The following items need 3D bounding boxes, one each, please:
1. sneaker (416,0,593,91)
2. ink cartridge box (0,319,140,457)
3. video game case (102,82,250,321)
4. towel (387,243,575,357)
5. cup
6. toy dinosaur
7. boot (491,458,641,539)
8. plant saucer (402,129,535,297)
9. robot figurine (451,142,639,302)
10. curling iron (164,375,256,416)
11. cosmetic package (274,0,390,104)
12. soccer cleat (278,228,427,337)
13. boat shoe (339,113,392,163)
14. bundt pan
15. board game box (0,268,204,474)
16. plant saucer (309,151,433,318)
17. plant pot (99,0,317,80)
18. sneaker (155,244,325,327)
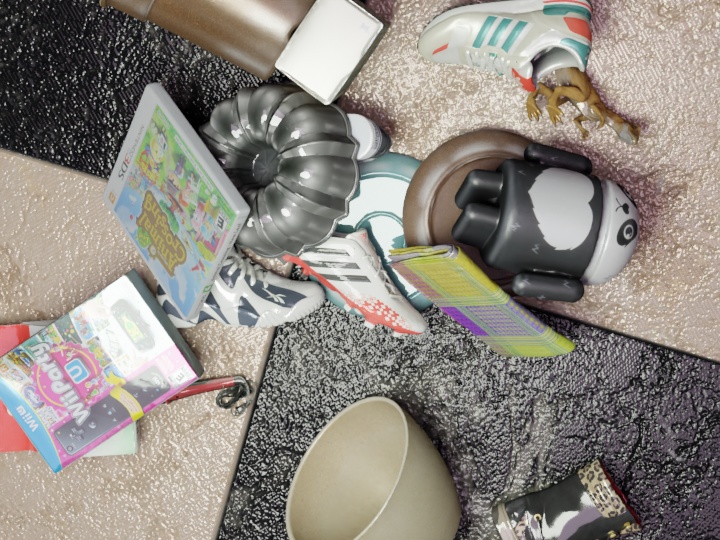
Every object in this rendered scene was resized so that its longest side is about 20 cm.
[{"bbox_3d":[0.158,-0.241,1.462,0.200,0.070,0.094,-7,67,16],"label":"sneaker"},{"bbox_3d":[-0.366,0.140,1.575,0.200,0.050,0.161,-4,98,-3],"label":"ink cartridge box"},{"bbox_3d":[-0.210,-0.075,1.481,0.200,0.022,0.182,53,135,24],"label":"video game case"},{"bbox_3d":[0.132,0.034,1.484,0.200,0.144,0.023,38,70,-21],"label":"towel"},{"bbox_3d":[0.032,0.267,1.539,0.143,0.200,0.200,35,101,-28],"label":"cup"},{"bbox_3d":[0.236,-0.213,1.506,0.106,0.060,0.200,-35,91,-23],"label":"toy dinosaur"},{"bbox_3d":[0.264,0.333,1.581,0.150,0.073,0.200,-32,91,9],"label":"boot"},{"bbox_3d":[0.148,-0.060,1.524,0.200,0.032,0.200,-1,99,-5],"label":"plant saucer"},{"bbox_3d":[0.204,-0.054,1.451,0.200,0.125,0.150,12,104,-7],"label":"robot figurine"},{"bbox_3d":[-0.224,0.157,1.606,0.200,0.026,0.050,-5,96,5],"label":"curling iron"},{"bbox_3d":[-0.027,-0.244,1.436,0.071,0.200,0.105,35,99,-3],"label":"cosmetic package"},{"bbox_3d":[0.000,0.000,1.518,0.200,0.069,0.085,35,104,3],"label":"soccer cleat"},{"bbox_3d":[-0.060,-0.149,1.522,0.200,0.068,0.072,0,87,26],"label":"boat shoe"},{"bbox_3d":[-0.105,-0.114,1.463,0.202,0.076,0.202,-1,87,27],"label":"bundt pan"},{"bbox_3d":[-0.303,0.114,1.520,0.200,0.064,0.148,-34,97,4],"label":"board game box"},{"bbox_3d":[0.025,-0.038,1.556,0.200,0.027,0.200,1,99,5],"label":"plant saucer"},{"bbox_3d":[-0.146,-0.321,1.447,0.198,0.200,0.200,31,100,-10],"label":"plant pot"},{"bbox_3d":[-0.145,-0.006,1.546,0.199,0.079,0.130,-1,108,14],"label":"sneaker"}]
